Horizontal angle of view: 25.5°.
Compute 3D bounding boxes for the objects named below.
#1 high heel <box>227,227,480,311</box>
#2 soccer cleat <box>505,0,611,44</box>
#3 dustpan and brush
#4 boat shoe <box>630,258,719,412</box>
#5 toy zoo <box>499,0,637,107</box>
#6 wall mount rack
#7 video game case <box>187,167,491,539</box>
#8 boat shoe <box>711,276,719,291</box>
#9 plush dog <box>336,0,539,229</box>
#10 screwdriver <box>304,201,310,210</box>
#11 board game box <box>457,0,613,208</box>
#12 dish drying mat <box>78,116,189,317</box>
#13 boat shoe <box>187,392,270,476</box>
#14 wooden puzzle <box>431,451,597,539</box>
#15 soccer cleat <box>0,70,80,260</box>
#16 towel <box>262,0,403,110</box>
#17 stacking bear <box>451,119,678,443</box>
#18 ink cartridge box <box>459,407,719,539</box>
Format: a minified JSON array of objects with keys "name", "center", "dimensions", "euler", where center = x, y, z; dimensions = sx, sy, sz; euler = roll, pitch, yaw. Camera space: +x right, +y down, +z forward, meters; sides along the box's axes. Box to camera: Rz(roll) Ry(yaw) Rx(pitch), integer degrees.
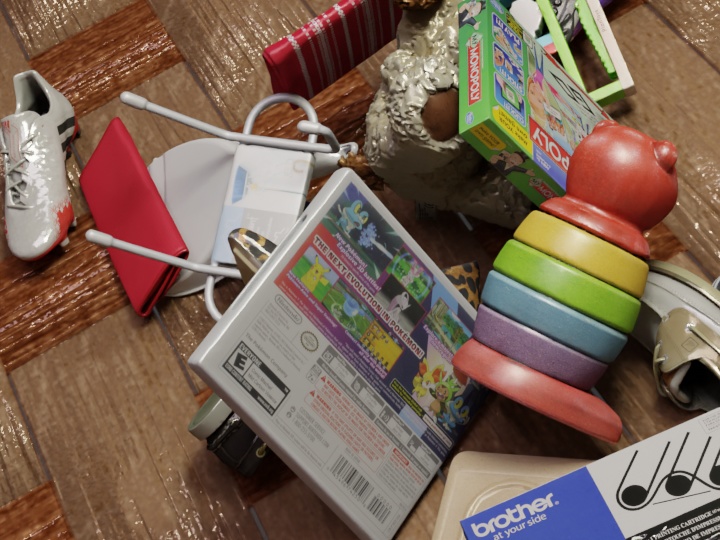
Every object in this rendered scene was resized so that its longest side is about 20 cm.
[{"name":"high heel","center":[0.000,0.000,1.168],"dimensions":[0.071,0.200,0.143],"euler":[-4,46,57]},{"name":"soccer cleat","center":[0.177,-0.226,1.374],"dimensions":[0.068,0.073,0.200],"euler":[42,92,22]},{"name":"dustpan and brush","center":[-0.090,-0.068,1.324],"dimensions":[0.200,0.057,0.140],"euler":[-28,55,35]},{"name":"boat shoe","center":[0.233,0.057,1.097],"dimensions":[0.068,0.075,0.200],"euler":[-44,47,-18]},{"name":"toy zoo","center":[0.114,-0.166,1.326],"dimensions":[0.199,0.020,0.132],"euler":[-24,69,11]},{"name":"wall mount rack","center":[-0.112,-0.061,1.253],"dimensions":[0.173,0.075,0.201],"euler":[8,76,16]},{"name":"video game case","center":[-0.001,0.062,1.111],"dimensions":[0.183,0.200,0.023],"euler":[-53,25,-24]},{"name":"boat shoe","center":[0.340,0.002,1.104],"dimensions":[0.199,0.068,0.072],"euler":[-3,50,19]},{"name":"plush dog","center":[0.068,-0.142,1.245],"dimensions":[0.160,0.200,0.173],"euler":[3,69,43]},{"name":"screwdriver","center":[-0.030,-0.047,1.318],"dimensions":[0.199,0.028,0.029],"euler":[23,91,38]},{"name":"board game box","center":[0.143,-0.099,1.182],"dimensions":[0.029,0.200,0.135],"euler":[-27,42,30]},{"name":"dish drying mat","center":[-0.197,-0.048,1.369],"dimensions":[0.077,0.018,0.200],"euler":[-57,39,22]},{"name":"boat shoe","center":[-0.049,0.070,1.211],"dimensions":[0.201,0.061,0.072],"euler":[-49,8,-30]},{"name":"wooden puzzle","center":[0.131,0.209,1.033],"dimensions":[0.184,0.046,0.201],"euler":[2,48,22]},{"name":"soccer cleat","center":[-0.295,-0.095,1.426],"dimensions":[0.068,0.085,0.201],"euler":[-14,47,15]},{"name":"towel","center":[0.008,-0.209,1.295],"dimensions":[0.200,0.145,0.023],"euler":[-36,81,-3]},{"name":"stacking bear","center":[0.152,-0.003,1.088],"dimensions":[0.121,0.113,0.201],"euler":[28,93,52]},{"name":"ink cartridge box","center":[0.172,0.163,0.996],"dimensions":[0.199,0.044,0.094],"euler":[-23,42,-1]}]
